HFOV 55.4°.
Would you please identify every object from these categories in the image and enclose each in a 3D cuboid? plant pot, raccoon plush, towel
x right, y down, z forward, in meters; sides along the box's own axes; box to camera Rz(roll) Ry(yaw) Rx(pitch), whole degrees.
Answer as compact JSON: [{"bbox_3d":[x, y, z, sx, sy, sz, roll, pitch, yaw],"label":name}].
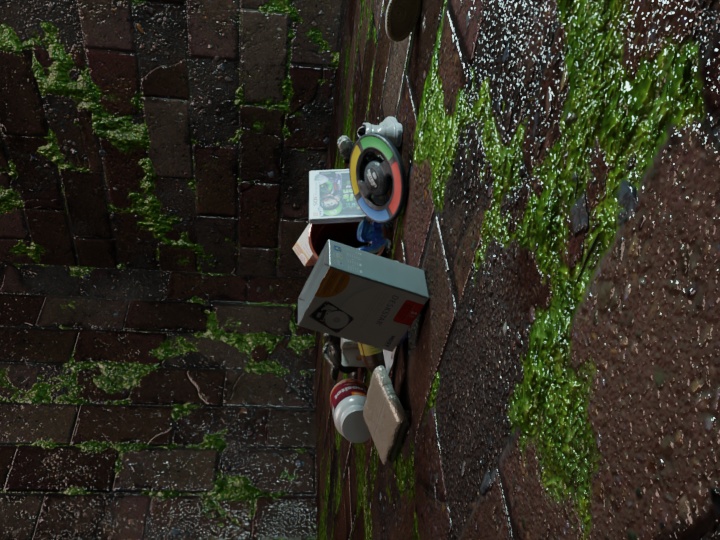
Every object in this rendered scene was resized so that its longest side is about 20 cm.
[{"bbox_3d":[-0.032,-0.039,1.800,0.196,0.197,0.203,89,180,-61],"label":"plant pot"},{"bbox_3d":[0.012,-0.277,1.678,0.135,0.096,0.201,-106,-11,-55],"label":"raccoon plush"},{"bbox_3d":[0.051,0.305,1.430,0.201,0.034,0.133,102,149,-49],"label":"towel"}]

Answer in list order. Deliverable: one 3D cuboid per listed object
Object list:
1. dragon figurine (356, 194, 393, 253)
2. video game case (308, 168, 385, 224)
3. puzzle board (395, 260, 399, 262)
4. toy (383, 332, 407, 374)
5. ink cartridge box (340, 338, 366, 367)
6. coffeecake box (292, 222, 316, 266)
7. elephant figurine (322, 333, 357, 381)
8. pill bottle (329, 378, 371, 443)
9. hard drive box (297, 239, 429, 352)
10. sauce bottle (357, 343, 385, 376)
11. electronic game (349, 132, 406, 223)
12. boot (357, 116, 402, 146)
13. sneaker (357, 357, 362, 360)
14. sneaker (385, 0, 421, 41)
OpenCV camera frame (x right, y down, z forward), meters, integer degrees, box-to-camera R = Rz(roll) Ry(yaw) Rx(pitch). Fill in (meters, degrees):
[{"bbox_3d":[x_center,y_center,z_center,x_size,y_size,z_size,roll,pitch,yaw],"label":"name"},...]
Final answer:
[{"bbox_3d":[0.024,-0.096,1.652,0.059,0.098,0.203,146,128,-80],"label":"dragon figurine"},{"bbox_3d":[-0.034,-0.195,1.763,0.024,0.197,0.184,89,178,-50],"label":"video game case"},{"bbox_3d":[0.000,0.000,1.613,0.200,0.148,0.018,116,157,-72],"label":"puzzle board"},{"bbox_3d":[0.070,0.101,1.432,0.116,0.046,0.202,100,164,-50],"label":"toy"},{"bbox_3d":[0.013,0.120,1.603,0.068,0.115,0.203,111,159,-69],"label":"ink cartridge box"},{"bbox_3d":[-0.075,-0.110,1.927,0.073,0.152,0.201,53,125,22],"label":"coffeecake box"},{"bbox_3d":[-0.054,0.244,1.961,0.143,0.154,0.200,-64,2,7],"label":"elephant figurine"},{"bbox_3d":[-0.016,0.359,1.751,0.200,0.111,0.115,-128,41,-77],"label":"pill bottle"},{"bbox_3d":[0.002,0.050,1.263,0.077,0.197,0.157,-96,29,-49],"label":"hard drive box"},{"bbox_3d":[0.027,0.171,1.523,0.065,0.064,0.203,-136,32,-80],"label":"sauce bottle"},{"bbox_3d":[0.037,-0.206,1.536,0.199,0.041,0.203,28,125,48],"label":"electronic game"},{"bbox_3d":[0.039,-0.335,1.652,0.200,0.094,0.075,-119,33,-76],"label":"boot"},{"bbox_3d":[0.015,0.137,1.702,0.073,0.083,0.203,-111,28,-75],"label":"sneaker"},{"bbox_3d":[0.088,-0.590,1.466,0.109,0.069,0.203,-130,50,-72],"label":"sneaker"}]
